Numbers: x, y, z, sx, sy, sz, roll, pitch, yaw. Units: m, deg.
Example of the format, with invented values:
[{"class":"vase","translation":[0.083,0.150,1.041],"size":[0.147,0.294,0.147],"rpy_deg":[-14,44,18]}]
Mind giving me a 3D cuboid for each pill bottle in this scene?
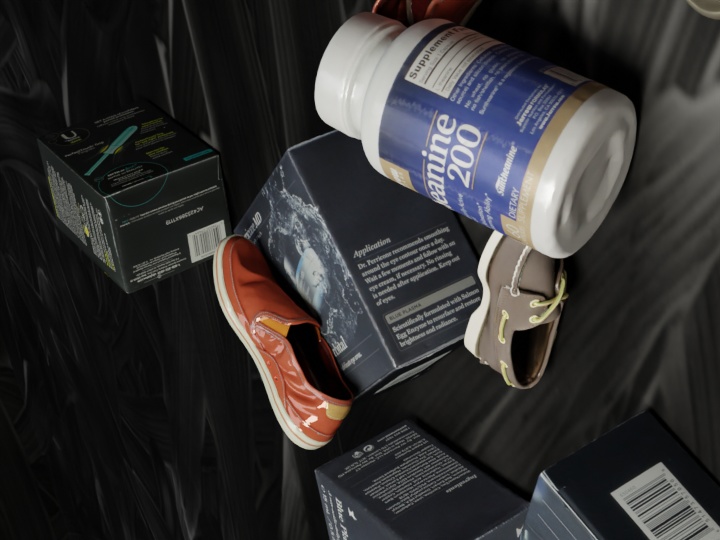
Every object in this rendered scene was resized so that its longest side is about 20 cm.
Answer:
[{"class":"pill bottle","translation":[0.070,-0.097,0.869],"size":[0.199,0.111,0.112],"rpy_deg":[28,139,27]}]

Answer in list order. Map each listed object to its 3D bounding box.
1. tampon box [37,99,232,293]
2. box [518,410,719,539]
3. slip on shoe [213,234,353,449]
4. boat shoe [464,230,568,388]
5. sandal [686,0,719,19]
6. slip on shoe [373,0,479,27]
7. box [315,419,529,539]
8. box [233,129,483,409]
[{"class":"tampon box","translation":[-0.263,-0.091,1.550],"size":[0.200,0.149,0.128],"rpy_deg":[36,142,47]},{"class":"box","translation":[0.196,0.231,0.967],"size":[0.149,0.106,0.201],"rpy_deg":[49,151,31]},{"class":"slip on shoe","translation":[-0.063,0.050,1.116],"size":[0.061,0.074,0.201],"rpy_deg":[-42,63,29]},{"class":"boat shoe","translation":[0.123,0.017,0.975],"size":[0.060,0.071,0.201],"rpy_deg":[46,153,24]},{"class":"sandal","translation":[0.184,-0.213,0.668],"size":[0.082,0.054,0.202],"rpy_deg":[47,149,35]},{"class":"slip on shoe","translation":[0.058,-0.215,0.895],"size":[0.075,0.061,0.200],"rpy_deg":[61,153,15]},{"class":"box","translation":[0.068,0.280,1.237],"size":[0.199,0.116,0.199],"rpy_deg":[28,135,52]},{"class":"box","translation":[0.000,0.000,1.148],"size":[0.202,0.116,0.197],"rpy_deg":[63,155,9]}]
